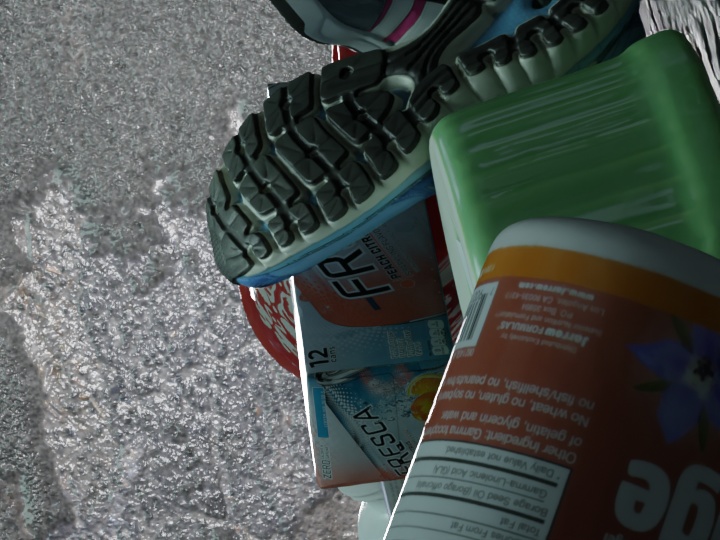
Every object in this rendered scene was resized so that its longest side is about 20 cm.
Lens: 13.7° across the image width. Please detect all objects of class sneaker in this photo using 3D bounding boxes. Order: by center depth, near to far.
[{"bbox_3d":[0.033,-0.045,1.182,0.090,0.200,0.079,54,-173,-46],"label":"sneaker"},{"bbox_3d":[0.040,-0.134,1.276,0.200,0.121,0.084,30,-142,-49],"label":"sneaker"}]

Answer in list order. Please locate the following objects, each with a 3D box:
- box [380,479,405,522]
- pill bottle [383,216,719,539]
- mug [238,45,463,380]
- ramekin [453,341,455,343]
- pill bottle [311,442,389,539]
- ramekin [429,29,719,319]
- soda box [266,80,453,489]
[{"bbox_3d":[0.030,0.102,1.333,0.039,0.041,0.201,75,180,-78],"label":"box"},{"bbox_3d":[0.062,0.094,0.919,0.112,0.112,0.201,79,-150,-75],"label":"pill bottle"},{"bbox_3d":[-0.006,-0.034,1.482,0.178,0.133,0.200,60,174,8],"label":"mug"},{"bbox_3d":[0.108,0.116,1.288,0.200,0.105,0.201,166,90,-90],"label":"ramekin"},{"bbox_3d":[0.070,0.131,1.453,0.200,0.111,0.111,48,-170,-20],"label":"pill bottle"},{"bbox_3d":[0.091,0.020,1.088,0.200,0.097,0.201,166,90,-90],"label":"ramekin"},{"bbox_3d":[0.000,0.000,1.286,0.200,0.063,0.069,-100,4,-49],"label":"soda box"}]
